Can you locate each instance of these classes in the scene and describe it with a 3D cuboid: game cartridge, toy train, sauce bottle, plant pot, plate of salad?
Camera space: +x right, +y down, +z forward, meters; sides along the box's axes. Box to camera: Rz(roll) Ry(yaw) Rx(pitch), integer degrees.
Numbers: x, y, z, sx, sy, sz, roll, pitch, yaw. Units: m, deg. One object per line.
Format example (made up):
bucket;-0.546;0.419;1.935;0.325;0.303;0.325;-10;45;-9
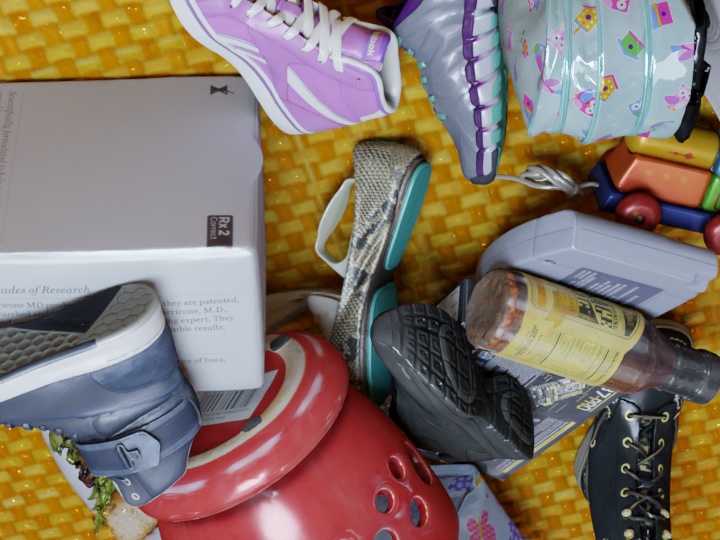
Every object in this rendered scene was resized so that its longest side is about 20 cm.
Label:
game cartridge;0.162;0.005;1.515;0.133;0.041;0.200;11;163;-16
toy train;0.204;-0.092;1.470;0.200;0.085;0.116;12;119;-13
sauce bottle;0.174;0.053;1.497;0.200;0.066;0.066;17;128;-26
plant pot;-0.057;0.161;1.452;0.200;0.201;0.183;-25;119;17
plate of salad;-0.204;0.129;1.578;0.048;0.200;0.200;-29;142;-35

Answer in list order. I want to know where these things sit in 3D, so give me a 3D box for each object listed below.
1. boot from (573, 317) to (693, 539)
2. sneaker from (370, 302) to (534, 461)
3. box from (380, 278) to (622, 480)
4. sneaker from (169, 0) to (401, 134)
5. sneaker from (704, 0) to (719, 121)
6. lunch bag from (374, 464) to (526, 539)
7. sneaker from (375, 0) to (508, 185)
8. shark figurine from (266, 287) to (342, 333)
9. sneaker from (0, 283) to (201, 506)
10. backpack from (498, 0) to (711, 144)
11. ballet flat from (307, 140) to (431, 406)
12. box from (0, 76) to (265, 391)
boot;0.228;0.155;1.632;0.073;0.154;0.204;7;130;-10
sneaker;0.052;0.094;1.498;0.091;0.076;0.200;-16;141;25
box;0.098;0.089;1.599;0.161;0.049;0.200;20;144;-21
sneaker;-0.041;-0.169;1.368;0.114;0.073;0.200;-3;148;35
sneaker;0.290;-0.154;1.418;0.112;0.073;0.200;-27;97;-21
lunch bag;0.037;0.256;1.720;0.200;0.127;0.170;-2;137;36
sneaker;0.057;-0.153;1.420;0.087;0.074;0.200;1;121;9
shark figurine;-0.079;0.062;1.602;0.214;0.128;0.090;-37;162;-5
sneaker;-0.204;0.101;1.346;0.202;0.077;0.146;-14;128;8
backpack;0.154;-0.164;1.318;0.126;0.200;0.167;-7;132;-2
ballet flat;0.000;0.000;1.515;0.075;0.068;0.200;14;103;19
box;-0.166;-0.026;1.421;0.199;0.199;0.131;-1;130;-2
